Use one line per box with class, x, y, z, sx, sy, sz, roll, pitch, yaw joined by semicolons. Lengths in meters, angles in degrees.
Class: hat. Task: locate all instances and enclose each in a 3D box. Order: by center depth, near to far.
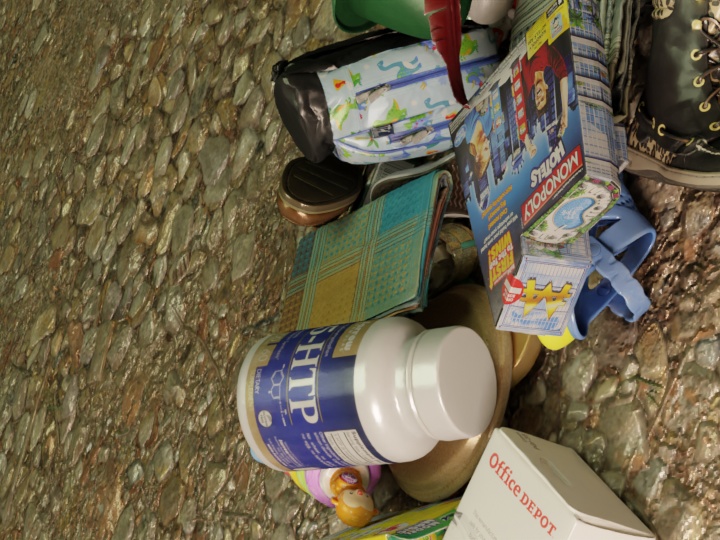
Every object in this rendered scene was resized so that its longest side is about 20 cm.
hat;0.087;-0.224;1.459;0.175;0.166;0.200;35;80;18

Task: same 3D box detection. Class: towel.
towel;0.164;-0.181;1.403;0.200;0.034;0.194;148;135;-62
towel;0.000;0.000;1.549;0.199;0.022;0.148;-26;41;44

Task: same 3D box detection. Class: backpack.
backpack;0.034;-0.160;1.569;0.199;0.155;0.163;-29;3;-6

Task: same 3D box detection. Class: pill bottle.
pill bottle;0.007;0.101;1.448;0.199;0.119;0.121;-10;64;35

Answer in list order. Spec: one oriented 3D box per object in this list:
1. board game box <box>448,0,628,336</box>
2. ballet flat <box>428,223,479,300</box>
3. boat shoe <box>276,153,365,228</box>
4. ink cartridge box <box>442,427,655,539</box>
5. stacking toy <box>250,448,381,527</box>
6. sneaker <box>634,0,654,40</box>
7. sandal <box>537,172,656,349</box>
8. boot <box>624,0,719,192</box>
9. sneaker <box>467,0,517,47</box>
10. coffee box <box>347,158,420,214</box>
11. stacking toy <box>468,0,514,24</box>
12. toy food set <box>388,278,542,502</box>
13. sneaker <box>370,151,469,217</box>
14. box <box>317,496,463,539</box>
board game box;0.139;-0.065;1.291;0.200;0.061;0.202;133;138;-57
ballet flat;0.018;0.018;1.592;0.199;0.071;0.071;-29;45;20
boat shoe;-0.036;-0.072;1.658;0.068;0.072;0.200;-65;-7;24
ink cartridge box;0.123;0.244;1.331;0.201;0.082;0.147;-66;29;14
stacking toy;-0.022;0.173;1.567;0.200;0.115;0.110;-119;50;-67
sneaker;0.229;-0.220;1.422;0.200;0.072;0.113;-158;83;-70
sandal;0.195;-0.028;1.382;0.086;0.080;0.202;-1;63;24
boot;0.263;-0.135;1.281;0.200;0.073;0.152;-155;71;-69
sneaker;0.093;-0.269;1.692;0.108;0.067;0.202;-56;36;26
coffee box;0.002;-0.029;1.700;0.123;0.044;0.201;-97;27;-80
stacking toy;0.135;-0.309;1.542;0.146;0.145;0.202;-7;66;60
toy food set;0.080;0.104;1.525;0.198;0.048;0.202;1;76;61
sneaker;0.107;-0.083;1.562;0.199;0.084;0.073;-4;102;39
box;0.033;0.231;1.467;0.200;0.117;0.049;-27;82;55
